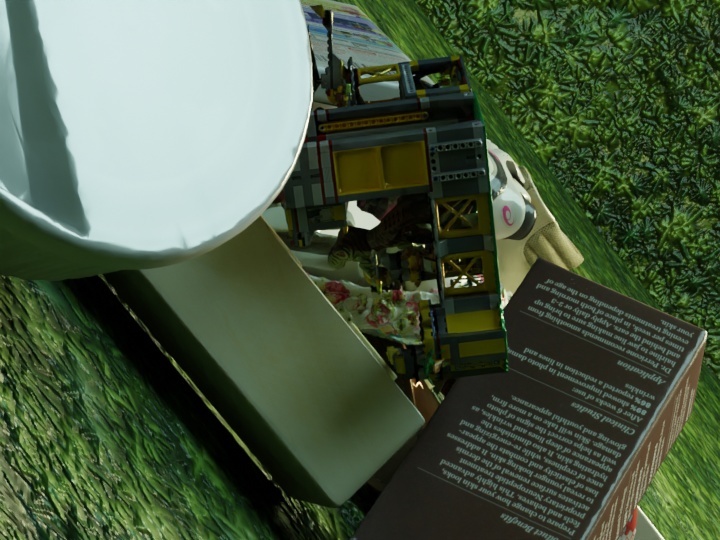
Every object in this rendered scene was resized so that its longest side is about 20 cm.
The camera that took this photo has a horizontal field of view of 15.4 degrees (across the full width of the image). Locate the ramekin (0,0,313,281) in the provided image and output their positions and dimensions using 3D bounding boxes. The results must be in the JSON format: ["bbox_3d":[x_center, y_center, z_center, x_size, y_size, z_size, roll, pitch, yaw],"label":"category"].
[{"bbox_3d":[-0.127,-0.088,1.105,0.201,0.094,0.204,14,67,-35],"label":"ramekin"}]

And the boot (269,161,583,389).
[{"bbox_3d":[0.041,-0.025,1.718,0.200,0.155,0.073,46,11,-34],"label":"boot"}]

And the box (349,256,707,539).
[{"bbox_3d":[0.083,0.099,1.298,0.100,0.200,0.075,24,-37,17],"label":"box"}]

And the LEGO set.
[{"bbox_3d":[0.003,-0.028,1.297,0.200,0.115,0.155,-97,180,-62],"label":"LEGO set"}]

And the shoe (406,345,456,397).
[{"bbox_3d":[0.063,0.047,1.499,0.200,0.053,0.070,39,-17,16],"label":"shoe"}]

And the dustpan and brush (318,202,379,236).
[{"bbox_3d":[-0.018,-0.001,1.584,0.199,0.057,0.141,-1,91,-43],"label":"dustpan and brush"}]

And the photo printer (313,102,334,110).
[{"bbox_3d":[-0.070,-0.099,1.538,0.165,0.070,0.200,19,13,-2],"label":"photo printer"}]

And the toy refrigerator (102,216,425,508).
[{"bbox_3d":[-0.060,0.016,1.284,0.200,0.070,0.076,51,-16,-12],"label":"toy refrigerator"}]

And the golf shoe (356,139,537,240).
[{"bbox_3d":[0.049,-0.048,1.520,0.092,0.073,0.200,24,9,-8],"label":"golf shoe"}]

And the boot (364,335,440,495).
[{"bbox_3d":[0.031,0.097,1.502,0.200,0.077,0.155,45,0,18],"label":"boot"}]

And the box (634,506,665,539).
[{"bbox_3d":[0.127,0.162,1.629,0.200,0.078,0.095,52,-11,-7],"label":"box"}]

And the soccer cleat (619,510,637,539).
[{"bbox_3d":[0.104,0.163,1.396,0.085,0.068,0.201,-33,125,-51],"label":"soccer cleat"}]

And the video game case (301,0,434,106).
[{"bbox_3d":[-0.070,-0.133,1.466,0.199,0.022,0.182,10,17,-20],"label":"video game case"}]

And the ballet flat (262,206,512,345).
[{"bbox_3d":[0.000,0.000,1.416,0.199,0.064,0.076,6,30,-18],"label":"ballet flat"}]
